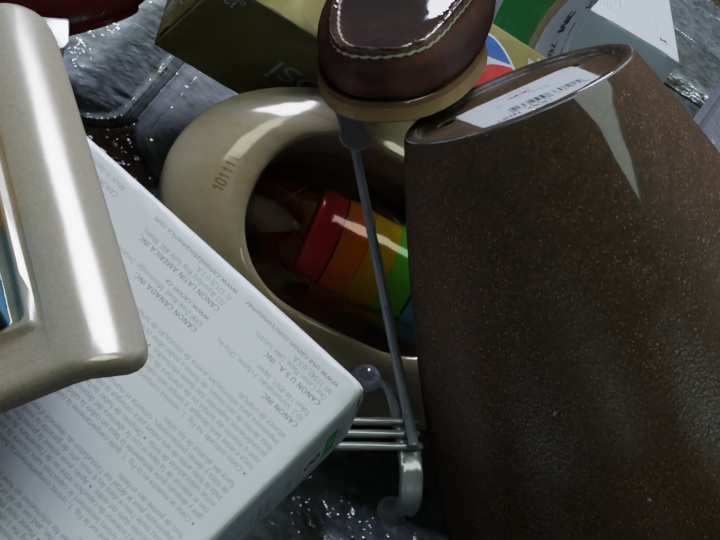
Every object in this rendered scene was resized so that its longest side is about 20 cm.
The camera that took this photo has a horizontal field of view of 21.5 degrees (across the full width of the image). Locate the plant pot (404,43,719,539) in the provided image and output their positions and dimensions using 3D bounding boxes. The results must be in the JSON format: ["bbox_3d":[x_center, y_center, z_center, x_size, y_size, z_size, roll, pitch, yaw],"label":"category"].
[{"bbox_3d":[0.096,0.023,0.730,0.201,0.186,0.187,68,26,-15],"label":"plant pot"}]

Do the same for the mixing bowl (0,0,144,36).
[{"bbox_3d":[-0.158,-0.161,0.854,0.199,0.109,0.200,-9,15,3],"label":"mixing bowl"}]

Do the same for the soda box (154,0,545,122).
[{"bbox_3d":[0.008,-0.094,0.872,0.199,0.064,0.068,29,55,-24],"label":"soda box"}]

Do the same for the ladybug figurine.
[{"bbox_3d":[0.000,0.000,0.836,0.199,0.072,0.136,30,69,-9],"label":"ladybug figurine"}]

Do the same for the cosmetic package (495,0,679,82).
[{"bbox_3d":[0.143,-0.209,1.327,0.150,0.052,0.200,26,31,-12],"label":"cosmetic package"}]

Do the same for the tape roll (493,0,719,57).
[{"bbox_3d":[0.161,-0.091,1.027,0.200,0.201,0.048,45,30,17],"label":"tape roll"}]

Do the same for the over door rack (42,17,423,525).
[{"bbox_3d":[-0.057,0.005,0.749,0.147,0.067,0.201,3,62,-18],"label":"over door rack"}]

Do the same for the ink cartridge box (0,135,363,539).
[{"bbox_3d":[-0.123,0.058,0.639,0.161,0.050,0.200,41,68,13],"label":"ink cartridge box"}]

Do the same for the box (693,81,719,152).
[{"bbox_3d":[0.211,-0.006,0.957,0.158,0.201,0.048,20,30,-25],"label":"box"}]

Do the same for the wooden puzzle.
[{"bbox_3d":[-0.183,-0.007,0.618,0.199,0.037,0.186,-19,47,-5],"label":"wooden puzzle"}]

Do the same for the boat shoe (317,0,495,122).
[{"bbox_3d":[0.025,-0.130,0.783,0.070,0.071,0.200,5,32,10],"label":"boat shoe"}]
